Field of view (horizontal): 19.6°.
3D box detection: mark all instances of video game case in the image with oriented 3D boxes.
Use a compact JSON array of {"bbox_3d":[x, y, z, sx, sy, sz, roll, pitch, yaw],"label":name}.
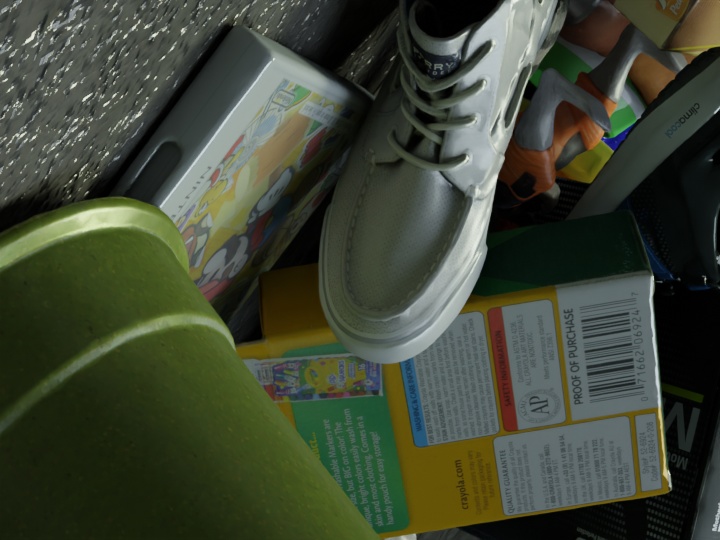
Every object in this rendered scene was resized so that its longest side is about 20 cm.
[{"bbox_3d":[-0.069,-0.007,0.837,0.182,0.023,0.200,-52,170,7],"label":"video game case"}]

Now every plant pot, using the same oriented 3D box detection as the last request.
[{"bbox_3d":[-0.068,0.112,0.701,0.200,0.190,0.201,-42,158,-21],"label":"plant pot"}]

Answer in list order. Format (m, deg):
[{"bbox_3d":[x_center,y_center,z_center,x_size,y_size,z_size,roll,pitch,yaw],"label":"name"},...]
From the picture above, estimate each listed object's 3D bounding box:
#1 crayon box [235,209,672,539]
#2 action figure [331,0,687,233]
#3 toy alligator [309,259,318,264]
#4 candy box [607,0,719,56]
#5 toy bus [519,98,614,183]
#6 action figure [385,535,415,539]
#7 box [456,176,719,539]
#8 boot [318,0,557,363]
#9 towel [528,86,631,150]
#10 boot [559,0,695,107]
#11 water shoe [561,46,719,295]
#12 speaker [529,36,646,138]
[{"bbox_3d":[0.032,0.053,0.923,0.052,0.198,0.127,-98,178,-54],"label":"crayon box"},{"bbox_3d":[0.061,-0.060,1.000,0.193,0.105,0.200,-33,-168,33],"label":"action figure"},{"bbox_3d":[0.000,0.000,1.093,0.200,0.059,0.054,-41,123,-20],"label":"toy alligator"},{"bbox_3d":[0.206,-0.154,0.969,0.199,0.055,0.116,0,129,-50],"label":"candy box"},{"bbox_3d":[0.070,0.025,1.209,0.192,0.135,0.200,-48,168,-25],"label":"toy bus"},{"bbox_3d":[0.005,0.196,1.504,0.199,0.105,0.193,-24,180,-20],"label":"action figure"},{"bbox_3d":[0.126,0.058,1.048,0.047,0.199,0.195,14,92,-34],"label":"box"},{"bbox_3d":[0.027,-0.069,0.845,0.096,0.073,0.202,65,40,-67],"label":"boot"},{"bbox_3d":[0.151,-0.107,1.356,0.148,0.049,0.200,-48,169,-22],"label":"towel"},{"bbox_3d":[0.185,-0.161,1.027,0.189,0.068,0.200,-52,140,6],"label":"boot"},{"bbox_3d":[0.137,-0.013,0.949,0.071,0.079,0.200,-39,167,-37],"label":"water shoe"},{"bbox_3d":[0.171,-0.171,1.130,0.200,0.088,0.088,-51,169,-1],"label":"speaker"}]
